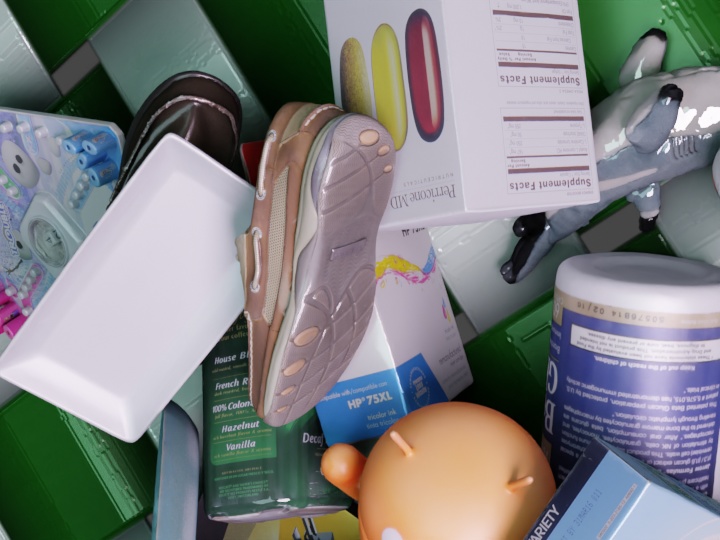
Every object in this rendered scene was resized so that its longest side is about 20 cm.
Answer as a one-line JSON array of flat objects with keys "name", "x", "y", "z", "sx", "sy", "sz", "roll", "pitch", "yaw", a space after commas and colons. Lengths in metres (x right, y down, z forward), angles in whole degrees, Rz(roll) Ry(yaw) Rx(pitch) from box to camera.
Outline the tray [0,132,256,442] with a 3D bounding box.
[{"name": "tray", "x": -0.132, "y": 0.014, "z": 0.705, "sx": 0.107, "sy": 0.022, "sz": 0.200, "roll": 33, "pitch": 110, "yaw": -22}]

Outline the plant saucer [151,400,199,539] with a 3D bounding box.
[{"name": "plant saucer", "x": -0.130, "y": 0.188, "z": 0.770, "sx": 0.027, "sy": 0.200, "sz": 0.202, "roll": 5, "pitch": 104, "yaw": -11}]

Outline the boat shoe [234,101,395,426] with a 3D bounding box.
[{"name": "boat shoe", "x": -0.035, "y": -0.004, "z": 0.658, "sx": 0.072, "sy": 0.075, "sz": 0.201, "roll": 30, "pitch": 117, "yaw": 33}]

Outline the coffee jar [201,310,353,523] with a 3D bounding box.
[{"name": "coffee jar", "x": -0.061, "y": 0.066, "z": 0.767, "sx": 0.085, "sy": 0.104, "sz": 0.201, "roll": -13, "pitch": 75, "yaw": 25}]

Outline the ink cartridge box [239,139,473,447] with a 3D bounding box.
[{"name": "ink cartridge box", "x": 0.000, "y": 0.000, "z": 0.745, "sx": 0.067, "sy": 0.116, "sz": 0.201, "roll": -16, "pitch": 93, "yaw": 26}]

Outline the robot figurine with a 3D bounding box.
[{"name": "robot figurine", "x": 0.054, "y": 0.153, "z": 0.670, "sx": 0.116, "sy": 0.201, "sz": 0.144, "roll": -22, "pitch": 57, "yaw": -13}]

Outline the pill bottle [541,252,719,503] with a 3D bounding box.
[{"name": "pill bottle", "x": 0.167, "y": 0.096, "z": 0.689, "sx": 0.110, "sy": 0.111, "sz": 0.202, "roll": 8, "pitch": 102, "yaw": 23}]

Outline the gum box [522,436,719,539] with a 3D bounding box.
[{"name": "gum box", "x": 0.144, "y": 0.197, "z": 0.616, "sx": 0.170, "sy": 0.200, "sz": 0.045, "roll": -56, "pitch": 42, "yaw": 5}]

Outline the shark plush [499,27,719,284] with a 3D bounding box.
[{"name": "shark plush", "x": 0.161, "y": -0.051, "z": 0.694, "sx": 0.083, "sy": 0.091, "sz": 0.200, "roll": 35, "pitch": 110, "yaw": -18}]

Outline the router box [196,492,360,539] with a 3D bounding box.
[{"name": "router box", "x": -0.060, "y": 0.235, "z": 0.851, "sx": 0.157, "sy": 0.052, "sz": 0.201, "roll": 30, "pitch": 110, "yaw": 17}]

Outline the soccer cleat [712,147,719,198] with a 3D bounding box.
[{"name": "soccer cleat", "x": 0.272, "y": 0.003, "z": 0.629, "sx": 0.200, "sy": 0.085, "sz": 0.069, "roll": 47, "pitch": 114, "yaw": -2}]

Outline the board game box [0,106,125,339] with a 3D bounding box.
[{"name": "board game box", "x": -0.235, "y": -0.021, "z": 0.847, "sx": 0.199, "sy": 0.026, "sz": 0.201, "roll": 12, "pitch": 123, "yaw": 34}]

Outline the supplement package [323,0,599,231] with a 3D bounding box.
[{"name": "supplement package", "x": 0.056, "y": -0.129, "z": 0.667, "sx": 0.113, "sy": 0.109, "sz": 0.202, "roll": -9, "pitch": 88, "yaw": 54}]

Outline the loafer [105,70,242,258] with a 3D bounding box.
[{"name": "loafer", "x": -0.130, "y": -0.032, "z": 0.735, "sx": 0.073, "sy": 0.071, "sz": 0.201, "roll": 18, "pitch": 113, "yaw": -21}]
